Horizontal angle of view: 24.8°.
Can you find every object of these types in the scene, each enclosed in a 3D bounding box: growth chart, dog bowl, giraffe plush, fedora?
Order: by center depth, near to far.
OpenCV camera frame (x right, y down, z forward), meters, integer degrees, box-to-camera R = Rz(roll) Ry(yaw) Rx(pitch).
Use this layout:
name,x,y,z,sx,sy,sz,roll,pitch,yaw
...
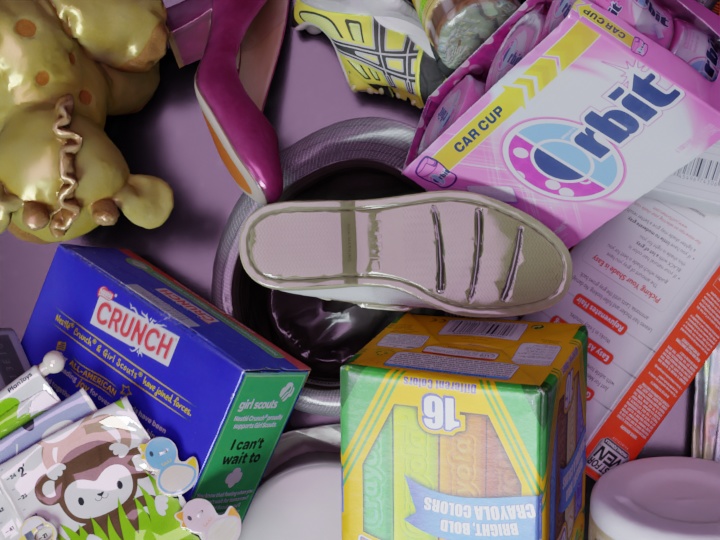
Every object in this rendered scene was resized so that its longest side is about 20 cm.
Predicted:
name,x,y,z,sx,sy,sz,roll,pitch,yaw
growth chart,-0.164,0.144,0.961,0.145,0.018,0.200,-42,75,-8
giraffe plush,-0.191,-0.089,1.028,0.171,0.200,0.163,-16,72,0
fedora,0.000,0.000,1.078,0.177,0.090,0.200,43,99,7
dog bowl,-0.019,0.197,1.087,0.198,0.059,0.202,0,88,4

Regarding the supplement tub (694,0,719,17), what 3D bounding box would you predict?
name,x,y,z,sx,sy,sz,roll,pitch,yaw
supplement tub,0.150,-0.210,0.956,0.199,0.123,0.123,36,90,7

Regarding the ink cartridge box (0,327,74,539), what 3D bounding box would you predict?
name,x,y,z,sx,sy,sz,roll,pitch,yaw
ink cartridge box,-0.248,0.165,1.036,0.173,0.043,0.201,-37,70,26

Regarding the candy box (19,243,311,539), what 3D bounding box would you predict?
name,x,y,z,sx,sy,sz,roll,pitch,yaw
candy box,-0.149,0.109,1.043,0.168,0.077,0.201,32,106,28

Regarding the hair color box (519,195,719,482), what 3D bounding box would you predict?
name,x,y,z,sx,sy,sz,roll,pitch,yaw
hair color box,0.175,0.028,1.059,0.201,0.061,0.101,-53,49,0

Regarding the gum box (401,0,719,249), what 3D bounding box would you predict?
name,x,y,z,sx,sy,sz,roll,pitch,yaw
gum box,0.124,-0.094,0.939,0.113,0.200,0.067,29,56,-14

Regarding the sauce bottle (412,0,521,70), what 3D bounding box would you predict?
name,x,y,z,sx,sy,sz,roll,pitch,yaw
sauce bottle,0.049,-0.215,1.059,0.064,0.065,0.201,-23,52,3

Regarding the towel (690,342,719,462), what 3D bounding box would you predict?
name,x,y,z,sx,sy,sz,roll,pitch,yaw
towel,0.316,0.102,1.077,0.198,0.048,0.173,4,90,4

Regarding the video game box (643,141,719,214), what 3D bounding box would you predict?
name,x,y,z,sx,sy,sz,roll,pitch,yaw
video game box,0.204,-0.136,1.039,0.199,0.047,0.184,18,89,41

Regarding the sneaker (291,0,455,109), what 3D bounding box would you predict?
name,x,y,z,sx,sy,sz,roll,pitch,yaw
sneaker,0.036,-0.140,1.090,0.200,0.075,0.077,46,117,21

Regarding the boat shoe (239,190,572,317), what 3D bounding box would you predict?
name,x,y,z,sx,sy,sz,roll,pitch,yaw
boat shoe,0.028,-0.012,0.991,0.198,0.068,0.076,7,89,0

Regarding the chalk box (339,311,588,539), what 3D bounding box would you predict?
name,x,y,z,sx,sy,sz,roll,pitch,yaw
chalk box,0.063,0.140,0.969,0.123,0.124,0.202,4,105,19

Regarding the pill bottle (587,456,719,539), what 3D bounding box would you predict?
name,x,y,z,sx,sy,sz,roll,pitch,yaw
pill bottle,0.198,0.231,1.023,0.118,0.120,0.202,2,108,4

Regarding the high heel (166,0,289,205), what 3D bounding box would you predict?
name,x,y,z,sx,sy,sz,roll,pitch,yaw
high heel,-0.062,-0.125,1.062,0.095,0.068,0.201,-23,44,-5
